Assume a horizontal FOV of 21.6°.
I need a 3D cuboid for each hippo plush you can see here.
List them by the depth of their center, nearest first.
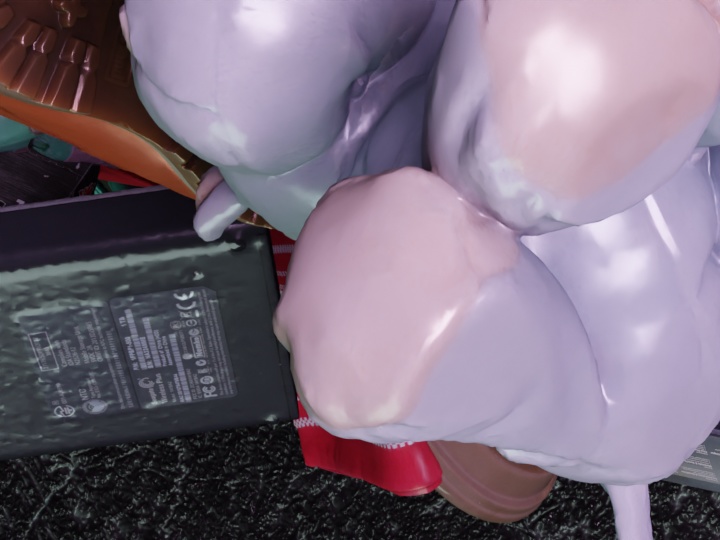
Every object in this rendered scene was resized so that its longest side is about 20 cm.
[{"bbox_3d":[0.035,-0.041,0.446,0.161,0.159,0.200,46,-177,36],"label":"hippo plush"}]

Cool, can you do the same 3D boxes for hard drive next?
[{"bbox_3d":[-0.130,0.027,0.771,0.198,0.033,0.140,-8,143,-1],"label":"hard drive"}]

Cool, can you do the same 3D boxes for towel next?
[{"bbox_3d":[-0.034,0.003,0.824,0.022,0.201,0.144,-28,-169,-18],"label":"towel"}]

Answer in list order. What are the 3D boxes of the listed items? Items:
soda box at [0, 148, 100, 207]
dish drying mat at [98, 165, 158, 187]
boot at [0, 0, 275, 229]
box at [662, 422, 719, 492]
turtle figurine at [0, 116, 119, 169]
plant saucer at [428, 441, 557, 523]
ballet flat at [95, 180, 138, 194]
[{"bbox_3d":[-0.215,-0.051,0.806,0.199,0.071,0.064,25,137,4],"label":"soda box"},{"bbox_3d":[-0.185,-0.065,0.885,0.199,0.018,0.077,10,174,33],"label":"dish drying mat"},{"bbox_3d":[-0.086,-0.072,0.627,0.107,0.076,0.199,12,170,41],"label":"boot"},{"bbox_3d":[0.230,0.045,0.937,0.199,0.159,0.046,8,135,41],"label":"box"},{"bbox_3d":[-0.180,-0.069,0.724,0.198,0.102,0.150,1,-169,-22],"label":"turtle figurine"},{"bbox_3d":[0.050,0.022,0.917,0.029,0.202,0.200,-25,159,27],"label":"plant saucer"},{"bbox_3d":[-0.115,-0.053,0.981,0.199,0.069,0.068,2,136,48],"label":"ballet flat"}]
